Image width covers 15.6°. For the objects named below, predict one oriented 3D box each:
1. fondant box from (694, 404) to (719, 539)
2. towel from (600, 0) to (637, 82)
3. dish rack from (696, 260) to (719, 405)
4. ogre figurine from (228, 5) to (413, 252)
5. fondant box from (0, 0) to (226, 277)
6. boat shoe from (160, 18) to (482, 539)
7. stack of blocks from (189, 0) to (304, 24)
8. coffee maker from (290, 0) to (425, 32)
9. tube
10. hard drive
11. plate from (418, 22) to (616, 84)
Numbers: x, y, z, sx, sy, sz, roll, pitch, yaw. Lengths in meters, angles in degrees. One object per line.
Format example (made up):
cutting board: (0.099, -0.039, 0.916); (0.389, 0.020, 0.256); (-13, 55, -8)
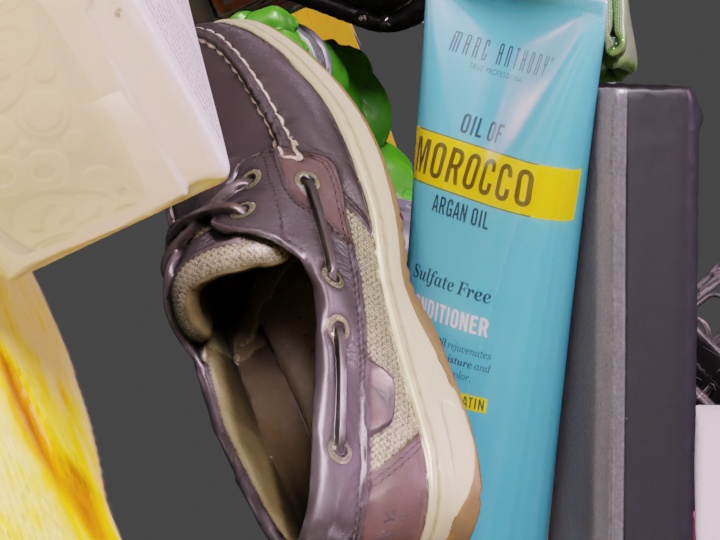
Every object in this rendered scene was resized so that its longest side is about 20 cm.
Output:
fondant box: (0.140, 0.157, 0.859); (0.201, 0.058, 0.145); (79, 12, -53)
towel: (0.088, -0.173, 0.951); (0.149, 0.030, 0.202); (-6, 92, -80)
dish rack: (0.180, 0.050, 1.019); (0.153, 0.055, 0.200); (45, 36, 5)
ogre figurine: (0.000, 0.000, 0.927); (0.200, 0.098, 0.120); (54, 18, -8)
fondant box: (-0.096, -0.116, 0.600); (0.200, 0.058, 0.145); (-109, 172, -53)
boat shoe: (-0.026, 0.001, 0.789); (0.065, 0.073, 0.201); (8, 45, -45)
stack of blocks: (-0.090, -0.190, 1.060); (0.115, 0.058, 0.201); (-22, 88, -85)
coffee maker: (-0.026, -0.210, 0.888); (0.192, 0.134, 0.201); (39, 38, -34)
tube: (0.039, 0.012, 0.795); (0.077, 0.050, 0.202); (17, -71, 42)
hard drive: (0.072, 0.041, 0.829); (0.140, 0.033, 0.202); (-159, -111, -78)
plate: (0.033, -0.128, 1.046); (0.200, 0.026, 0.200); (35, 16, -11)
